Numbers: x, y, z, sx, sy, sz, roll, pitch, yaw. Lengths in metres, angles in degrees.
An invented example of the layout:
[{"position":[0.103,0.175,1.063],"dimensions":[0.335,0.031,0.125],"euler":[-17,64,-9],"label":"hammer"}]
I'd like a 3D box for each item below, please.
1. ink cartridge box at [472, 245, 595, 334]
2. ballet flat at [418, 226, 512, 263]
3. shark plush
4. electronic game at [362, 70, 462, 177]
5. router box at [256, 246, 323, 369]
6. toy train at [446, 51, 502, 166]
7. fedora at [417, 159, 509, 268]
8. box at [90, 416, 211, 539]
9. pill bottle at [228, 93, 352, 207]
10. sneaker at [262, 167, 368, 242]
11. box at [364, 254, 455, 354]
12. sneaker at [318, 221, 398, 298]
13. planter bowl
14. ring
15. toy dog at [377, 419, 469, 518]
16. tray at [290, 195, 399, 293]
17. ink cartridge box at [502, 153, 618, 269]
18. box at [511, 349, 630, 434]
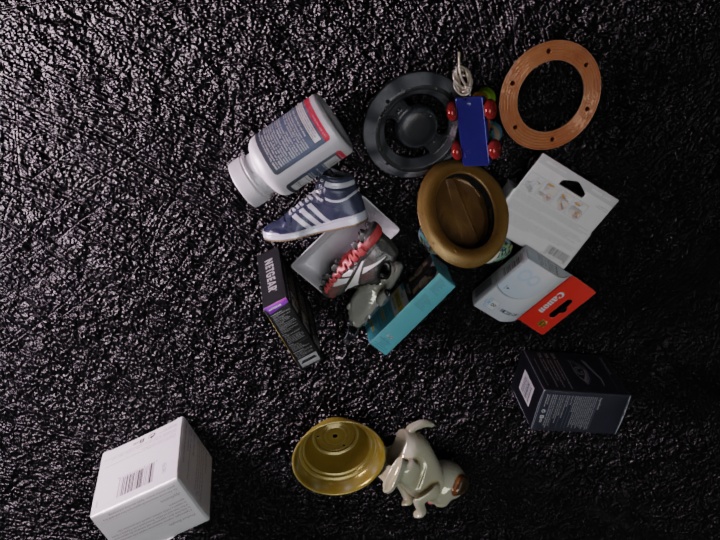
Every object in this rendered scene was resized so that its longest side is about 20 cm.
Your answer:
[{"position":[0.348,0.056,1.769],"dimensions":[0.199,0.048,0.160],"euler":[31,126,-21],"label":"ink cartridge box"},{"position":[0.206,-0.043,1.702],"dimensions":[0.198,0.074,0.075],"euler":[9,118,-14],"label":"ballet flat"},{"position":[0.023,0.072,1.735],"dimensions":[0.090,0.083,0.202],"euler":[28,115,24],"label":"shark plush"},{"position":[0.099,-0.259,1.579],"dimensions":[0.198,0.042,0.202],"euler":[-9,123,-13],"label":"electronic game"},{"position":[-0.132,0.066,1.634],"dimensions":[0.051,0.200,0.150],"euler":[-26,119,4],"label":"router box"},{"position":[0.205,-0.294,1.541],"dimensions":[0.084,0.116,0.202],"euler":[2,116,25],"label":"toy train"},{"position":[0.177,-0.101,1.632],"dimensions":[0.199,0.082,0.203],"euler":[3,81,-21],"label":"fedora"},{"position":[-0.418,0.437,1.798],"dimensions":[0.197,0.200,0.131],"euler":[-25,118,5],"label":"box"},{"position":[-0.125,-0.202,1.532],"dimensions":[0.199,0.120,0.120],"euler":[-32,119,10],"label":"pill bottle"},{"position":[-0.092,-0.122,1.613],"dimensions":[0.198,0.070,0.110],"euler":[-12,110,9],"label":"sneaker"},{"position":[0.094,0.067,1.738],"dimensions":[0.049,0.083,0.200],"euler":[36,108,-24],"label":"box"},{"position":[0.000,0.000,1.638],"dimensions":[0.098,0.071,0.201],"euler":[37,128,-7],"label":"sneaker"},{"position":[-0.050,0.376,1.888],"dimensions":[0.198,0.084,0.202],"euler":[-4,119,-7],"label":"planter bowl"},{"position":[0.339,-0.314,1.589],"dimensions":[0.198,0.019,0.202],"euler":[-7,118,-13],"label":"ring"},{"position":[0.139,0.441,1.941],"dimensions":[0.199,0.139,0.195],"euler":[33,73,-22],"label":"toy dog"},{"position":[-0.031,-0.047,1.689],"dimensions":[0.200,0.022,0.107],"euler":[-43,117,15],"label":"tray"},{"position":[0.363,-0.118,1.697],"dimensions":[0.199,0.045,0.177],"euler":[27,113,-22],"label":"ink cartridge box"},{"position":[0.438,0.254,1.858],"dimensions":[0.198,0.148,0.105],"euler":[6,118,-11],"label":"box"}]
